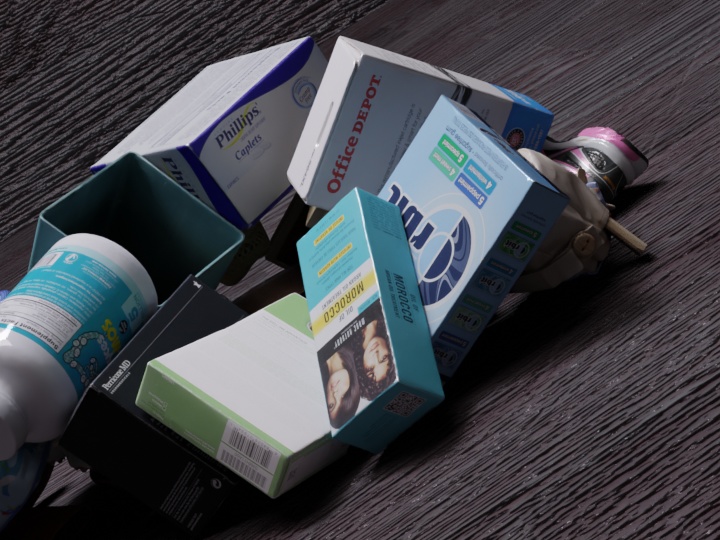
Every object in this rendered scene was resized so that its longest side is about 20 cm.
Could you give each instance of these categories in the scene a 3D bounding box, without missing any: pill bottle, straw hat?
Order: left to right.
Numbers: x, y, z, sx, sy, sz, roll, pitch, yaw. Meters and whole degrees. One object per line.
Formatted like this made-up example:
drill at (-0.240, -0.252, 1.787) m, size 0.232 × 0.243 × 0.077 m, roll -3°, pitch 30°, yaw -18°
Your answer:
pill bottle at (-0.262, 0.067, 1.472) m, size 0.111 × 0.111 × 0.200 m, roll -18°, pitch 26°, yaw 42°
straw hat at (-0.141, -0.031, 1.820) m, size 0.201 × 0.085 × 0.201 m, roll -31°, pitch 21°, yaw 13°

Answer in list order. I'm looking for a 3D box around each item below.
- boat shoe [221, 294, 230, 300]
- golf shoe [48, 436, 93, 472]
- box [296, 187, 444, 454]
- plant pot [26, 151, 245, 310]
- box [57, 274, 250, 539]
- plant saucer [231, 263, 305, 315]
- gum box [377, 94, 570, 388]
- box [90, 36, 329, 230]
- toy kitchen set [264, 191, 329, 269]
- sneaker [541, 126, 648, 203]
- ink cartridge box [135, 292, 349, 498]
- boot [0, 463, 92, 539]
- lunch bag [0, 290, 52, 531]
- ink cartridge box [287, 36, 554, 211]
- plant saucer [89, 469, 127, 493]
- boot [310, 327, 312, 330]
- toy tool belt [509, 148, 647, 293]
boat shoe at (-0.214, 0.073, 1.934) m, size 0.200 × 0.072 × 0.066 m, roll -33°, pitch 16°, yaw 26°
golf shoe at (-0.251, 0.132, 1.609) m, size 0.075 × 0.092 × 0.200 m, roll -24°, pitch 15°, yaw -39°
box at (0.005, 0.037, 1.388) m, size 0.082 × 0.049 × 0.200 m, roll -42°, pitch 42°, yaw 31°
plant pot at (-0.229, 0.024, 1.666) m, size 0.141 × 0.141 × 0.200 m, roll -43°, pitch -14°, yaw -46°
box at (-0.139, 0.109, 1.476) m, size 0.079 × 0.141 × 0.200 m, roll -54°, pitch 0°, yaw 33°
plant saucer at (-0.114, 0.050, 1.749) m, size 0.200 × 0.035 × 0.200 m, roll -36°, pitch -3°, yaw -2°
gum box at (0.062, -0.019, 1.427) m, size 0.200 × 0.045 × 0.170 m, roll -58°, pitch 35°, yaw 14°
box at (-0.132, -0.125, 1.737) m, size 0.184 × 0.105 × 0.200 m, roll -46°, pitch 22°, yaw -29°
toy kitchen set at (0.007, -0.018, 1.769) m, size 0.181 × 0.163 × 0.200 m, roll -60°, pitch 10°, yaw 26°
sneaker at (0.171, -0.078, 1.642) m, size 0.086 × 0.080 × 0.200 m, roll -50°, pitch 16°, yaw -25°
ink cartridge box at (-0.061, 0.095, 1.419) m, size 0.200 × 0.145 × 0.048 m, roll -24°, pitch -41°, yaw -54°
boot at (-0.311, 0.219, 1.633) m, size 0.200 × 0.069 × 0.188 m, roll -12°, pitch 24°, yaw 51°
lunch bag at (-0.330, 0.133, 1.568) m, size 0.161 × 0.082 × 0.200 m, roll -43°, pitch 35°, yaw 47°
ink cartridge box at (0.053, -0.113, 1.607) m, size 0.146 × 0.200 × 0.084 m, roll -68°, pitch 22°, yaw 15°
plant saucer at (-0.162, 0.147, 1.649) m, size 0.200 × 0.029 × 0.200 m, roll -29°, pitch 14°, yaw 8°
boot at (0.021, 0.041, 1.564) m, size 0.200 × 0.074 × 0.075 m, roll -27°, pitch 5°, yaw 25°
toy tool belt at (0.152, -0.032, 1.498) m, size 0.200 × 0.123 × 0.125 m, roll 0°, pitch 72°, yaw 71°
